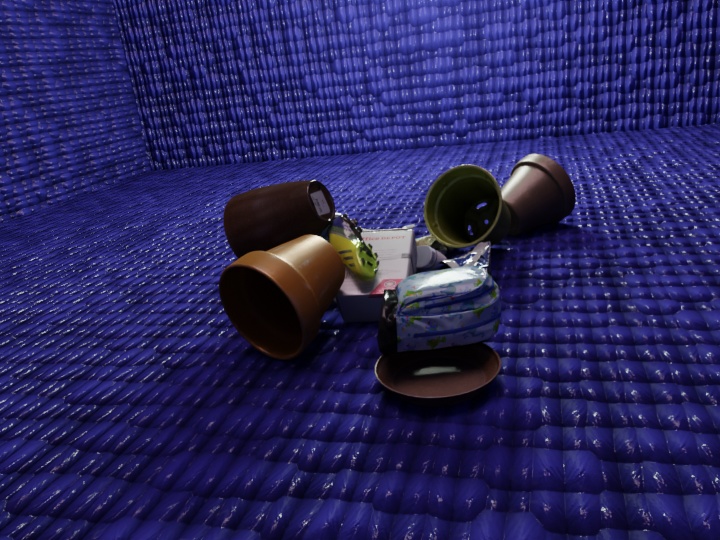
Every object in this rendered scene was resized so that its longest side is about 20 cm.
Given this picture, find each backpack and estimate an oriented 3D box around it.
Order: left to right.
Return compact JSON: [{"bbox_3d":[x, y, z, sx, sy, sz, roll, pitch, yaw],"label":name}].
[{"bbox_3d":[0.132,0.065,1.007,0.198,0.155,0.163,8,13,3],"label":"backpack"}]

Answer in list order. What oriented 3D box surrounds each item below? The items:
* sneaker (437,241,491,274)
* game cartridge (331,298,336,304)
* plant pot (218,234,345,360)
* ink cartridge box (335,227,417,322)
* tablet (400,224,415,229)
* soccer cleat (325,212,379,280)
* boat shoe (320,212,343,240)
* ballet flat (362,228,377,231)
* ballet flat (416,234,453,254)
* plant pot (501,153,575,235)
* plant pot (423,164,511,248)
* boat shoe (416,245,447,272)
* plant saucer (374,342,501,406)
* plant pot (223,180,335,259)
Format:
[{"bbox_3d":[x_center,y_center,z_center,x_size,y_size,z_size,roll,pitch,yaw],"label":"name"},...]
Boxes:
[{"bbox_3d":[0.230,-0.009,1.351,0.114,0.081,0.200,0,22,14],"label":"sneaker"},{"bbox_3d":[-0.157,0.032,1.272,0.198,0.131,0.038,-16,-15,8],"label":"game cartridge"},{"bbox_3d":[-0.129,0.031,1.140,0.199,0.202,0.183,7,34,35],"label":"plant pot"},{"bbox_3d":[0.039,0.008,1.274,0.144,0.085,0.201,-3,43,14],"label":"ink cartridge box"},{"bbox_3d":[0.040,-0.053,1.485,0.199,0.014,0.130,-32,-2,16],"label":"tablet"},{"bbox_3d":[-0.020,-0.035,1.246,0.084,0.065,0.201,-44,41,17],"label":"soccer cleat"},{"bbox_3d":[-0.127,-0.086,1.518,0.198,0.071,0.091,-15,22,1],"label":"boat shoe"},{"bbox_3d":[-0.033,-0.062,1.453,0.199,0.069,0.068,-32,-18,35],"label":"ballet flat"},{"bbox_3d":[0.206,-0.070,1.577,0.070,0.071,0.199,11,25,42],"label":"ballet flat"},{"bbox_3d":[0.449,-0.188,1.657,0.174,0.201,0.200,-34,28,-21],"label":"plant pot"},{"bbox_3d":[0.285,-0.140,1.524,0.199,0.203,0.184,5,-5,32],"label":"plant pot"},{"bbox_3d":[0.130,-0.025,1.476,0.065,0.074,0.199,18,-1,-31],"label":"boat shoe"},{"bbox_3d":[0.122,0.162,0.968,0.198,0.037,0.201,-7,18,2],"label":"plant saucer"},{"bbox_3d":[-0.158,-0.112,1.316,0.199,0.188,0.187,-20,10,31],"label":"plant pot"}]
